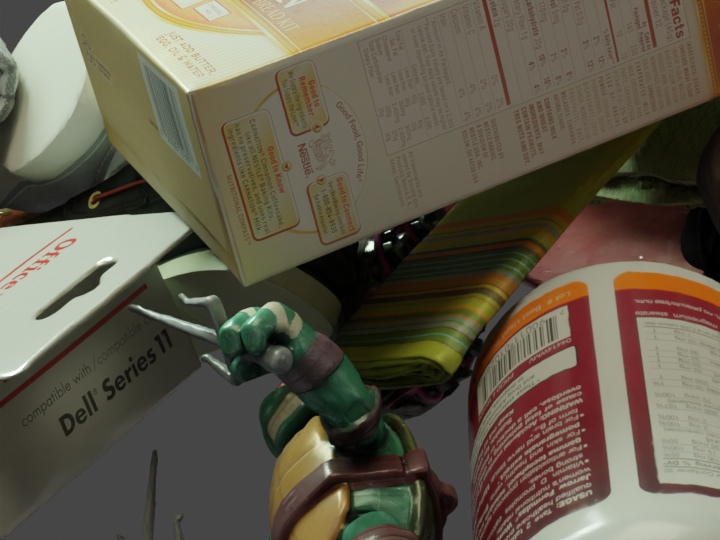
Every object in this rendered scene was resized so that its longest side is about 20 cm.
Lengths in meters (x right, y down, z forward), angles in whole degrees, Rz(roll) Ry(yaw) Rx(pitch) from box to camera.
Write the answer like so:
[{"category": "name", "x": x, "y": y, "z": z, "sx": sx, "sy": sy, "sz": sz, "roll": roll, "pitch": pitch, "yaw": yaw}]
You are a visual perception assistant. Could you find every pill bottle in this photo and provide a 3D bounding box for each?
[{"category": "pill bottle", "x": 0.089, "y": 0.092, "z": 0.745, "sx": 0.110, "sy": 0.110, "sz": 0.200, "roll": -4, "pitch": 33, "yaw": 4}]

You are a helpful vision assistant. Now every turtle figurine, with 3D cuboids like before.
[{"category": "turtle figurine", "x": -0.019, "y": 0.079, "z": 0.767, "sx": 0.101, "sy": 0.150, "sz": 0.200, "roll": 1, "pitch": 31, "yaw": -16}]

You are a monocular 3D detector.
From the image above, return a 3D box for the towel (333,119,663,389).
[{"category": "towel", "x": 0.068, "y": -0.030, "z": 0.855, "sx": 0.200, "sy": 0.018, "sz": 0.086, "roll": -47, "pitch": 19, "yaw": -23}]

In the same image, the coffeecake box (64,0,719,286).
[{"category": "coffeecake box", "x": 0.017, "y": -0.086, "z": 0.828, "sx": 0.200, "sy": 0.073, "sz": 0.154, "roll": -22, "pitch": 27, "yaw": -14}]

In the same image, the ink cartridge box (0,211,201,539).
[{"category": "ink cartridge box", "x": -0.142, "y": 0.038, "z": 0.857, "sx": 0.200, "sy": 0.067, "sz": 0.117, "roll": -4, "pitch": 27, "yaw": 41}]

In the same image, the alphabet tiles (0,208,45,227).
[{"category": "alphabet tiles", "x": -0.223, "y": -0.016, "z": 1.065, "sx": 0.166, "sy": 0.006, "sz": 0.200, "roll": -14, "pitch": 33, "yaw": -12}]

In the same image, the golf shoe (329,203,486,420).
[{"category": "golf shoe", "x": 0.000, "y": 0.000, "z": 0.959, "sx": 0.092, "sy": 0.073, "sz": 0.200, "roll": -26, "pitch": 28, "yaw": 23}]

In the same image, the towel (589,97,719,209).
[{"category": "towel", "x": 0.165, "y": -0.102, "z": 0.926, "sx": 0.148, "sy": 0.036, "sz": 0.200, "roll": 2, "pitch": 53, "yaw": 47}]

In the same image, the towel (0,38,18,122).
[{"category": "towel", "x": -0.243, "y": -0.060, "z": 0.983, "sx": 0.200, "sy": 0.086, "sz": 0.166, "roll": -34, "pitch": 22, "yaw": -5}]

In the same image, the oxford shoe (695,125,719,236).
[{"category": "oxford shoe", "x": 0.183, "y": 0.028, "z": 0.810, "sx": 0.071, "sy": 0.200, "sz": 0.073, "roll": -27, "pitch": -7, "yaw": -25}]

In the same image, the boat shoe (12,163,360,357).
[{"category": "boat shoe", "x": -0.074, "y": -0.006, "z": 0.919, "sx": 0.201, "sy": 0.074, "sz": 0.063, "roll": -7, "pitch": 56, "yaw": 47}]

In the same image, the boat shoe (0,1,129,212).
[{"category": "boat shoe", "x": -0.112, "y": -0.054, "z": 0.981, "sx": 0.069, "sy": 0.200, "sz": 0.072, "roll": 15, "pitch": 72, "yaw": -17}]

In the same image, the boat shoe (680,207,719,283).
[{"category": "boat shoe", "x": 0.158, "y": -0.013, "z": 0.934, "sx": 0.066, "sy": 0.075, "sz": 0.199, "roll": 6, "pitch": 34, "yaw": 22}]
